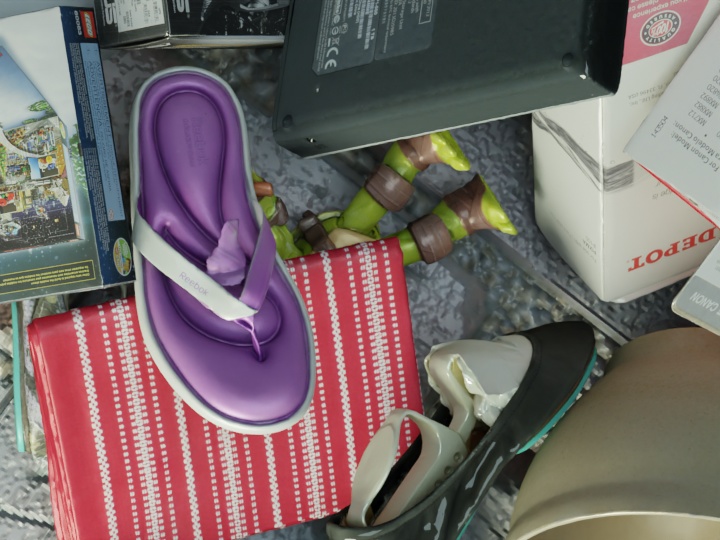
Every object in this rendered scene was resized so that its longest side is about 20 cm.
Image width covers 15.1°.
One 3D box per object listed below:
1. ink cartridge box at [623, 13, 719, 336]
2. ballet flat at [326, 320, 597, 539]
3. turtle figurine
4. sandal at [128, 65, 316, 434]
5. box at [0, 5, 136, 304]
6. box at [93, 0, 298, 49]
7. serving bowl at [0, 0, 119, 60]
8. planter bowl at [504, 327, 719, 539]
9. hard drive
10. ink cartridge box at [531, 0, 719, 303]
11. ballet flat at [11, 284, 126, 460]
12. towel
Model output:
[{"bbox_3d":[0.232,-0.044,1.365,0.200,0.084,0.176,26,103,-47],"label":"ink cartridge box"},{"bbox_3d":[0.051,0.083,1.388,0.068,0.068,0.200,52,60,-26],"label":"ballet flat"},{"bbox_3d":[0.000,0.000,1.431,0.161,0.064,0.200,-35,107,5],"label":"turtle figurine"},{"bbox_3d":[-0.076,-0.015,1.337,0.082,0.050,0.204,-14,66,-11],"label":"sandal"},{"bbox_3d":[-0.216,-0.046,1.349,0.199,0.038,0.137,-8,91,23],"label":"box"},{"bbox_3d":[-0.079,-0.213,1.381,0.158,0.048,0.201,-6,89,-55],"label":"box"},{"bbox_3d":[-0.176,-0.201,1.400,0.199,0.066,0.201,0,88,-11],"label":"serving bowl"},{"bbox_3d":[0.177,0.115,1.415,0.199,0.200,0.135,17,58,-11],"label":"planter bowl"},{"bbox_3d":[0.046,-0.138,1.330,0.033,0.199,0.140,26,64,-43],"label":"hard drive"},{"bbox_3d":[0.165,-0.101,1.400,0.146,0.083,0.201,-21,134,-18],"label":"ink cartridge box"},{"bbox_3d":[-0.156,-0.005,1.397,0.072,0.072,0.202,-9,97,-12],"label":"ballet flat"},{"bbox_3d":[-0.066,0.069,1.388,0.199,0.022,0.145,-13,112,-14],"label":"towel"}]
